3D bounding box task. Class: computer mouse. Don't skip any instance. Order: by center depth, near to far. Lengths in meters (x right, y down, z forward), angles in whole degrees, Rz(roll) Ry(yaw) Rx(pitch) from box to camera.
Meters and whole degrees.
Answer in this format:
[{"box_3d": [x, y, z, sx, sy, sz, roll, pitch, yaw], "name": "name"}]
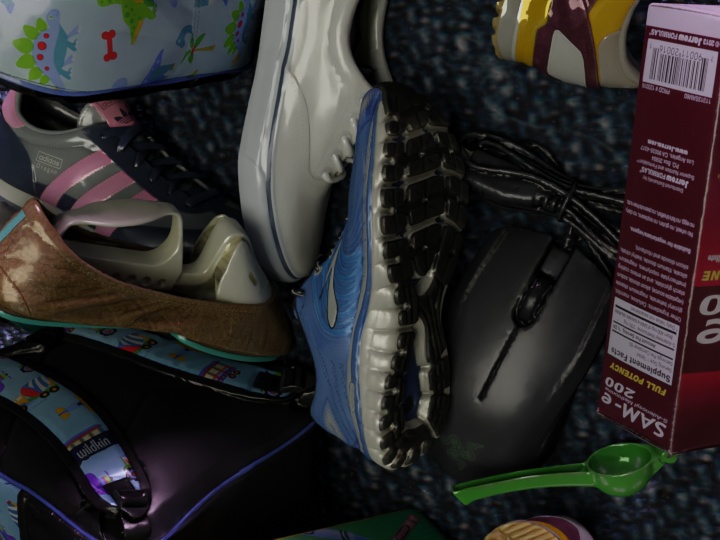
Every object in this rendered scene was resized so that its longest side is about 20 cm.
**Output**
[{"box_3d": [0.079, 0.035, 0.760, 0.137, 0.053, 0.202, 24, 111, 17], "name": "computer mouse"}]

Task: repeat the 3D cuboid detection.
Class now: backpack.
[{"box_3d": [-0.152, -0.180, 0.728, 0.182, 0.200, 0.148, 25, 116, 18], "name": "backpack"}, {"box_3d": [-0.140, 0.115, 0.814, 0.199, 0.182, 0.136, 23, 128, 31], "name": "backpack"}]

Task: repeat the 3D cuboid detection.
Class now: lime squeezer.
[{"box_3d": [0.145, 0.074, 0.741, 0.200, 0.038, 0.071, -43, 90, 10], "name": "lime squeezer"}]

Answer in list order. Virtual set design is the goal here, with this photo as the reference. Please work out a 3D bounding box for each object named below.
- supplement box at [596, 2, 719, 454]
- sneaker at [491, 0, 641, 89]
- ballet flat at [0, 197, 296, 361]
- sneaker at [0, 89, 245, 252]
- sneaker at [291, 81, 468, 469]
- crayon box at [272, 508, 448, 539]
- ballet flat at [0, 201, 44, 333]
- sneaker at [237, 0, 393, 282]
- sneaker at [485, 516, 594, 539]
[{"box_3d": [0.182, -0.021, 0.662, 0.061, 0.108, 0.203, 29, 119, 57], "name": "supplement box"}, {"box_3d": [0.130, -0.190, 0.680, 0.089, 0.075, 0.202, 18, 116, 11], "name": "sneaker"}, {"box_3d": [-0.103, 0.000, 0.737, 0.073, 0.198, 0.068, -62, 39, 18], "name": "ballet flat"}, {"box_3d": [-0.139, -0.060, 0.828, 0.198, 0.070, 0.083, 18, 112, 18], "name": "sneaker"}, {"box_3d": [0.000, 0.000, 0.741, 0.088, 0.078, 0.203, 12, 100, 38], "name": "sneaker"}, {"box_3d": [-0.037, 0.208, 0.769, 0.058, 0.199, 0.120, 41, 116, 34], "name": "crayon box"}, {"box_3d": [-0.208, -0.003, 0.812, 0.071, 0.200, 0.073, 0, 84, -1], "name": "ballet flat"}, {"box_3d": [-0.020, -0.087, 0.765, 0.070, 0.073, 0.202, 13, 107, 23], "name": "sneaker"}, {"box_3d": [0.064, 0.222, 0.767, 0.075, 0.090, 0.201, 44, 105, 25], "name": "sneaker"}]
